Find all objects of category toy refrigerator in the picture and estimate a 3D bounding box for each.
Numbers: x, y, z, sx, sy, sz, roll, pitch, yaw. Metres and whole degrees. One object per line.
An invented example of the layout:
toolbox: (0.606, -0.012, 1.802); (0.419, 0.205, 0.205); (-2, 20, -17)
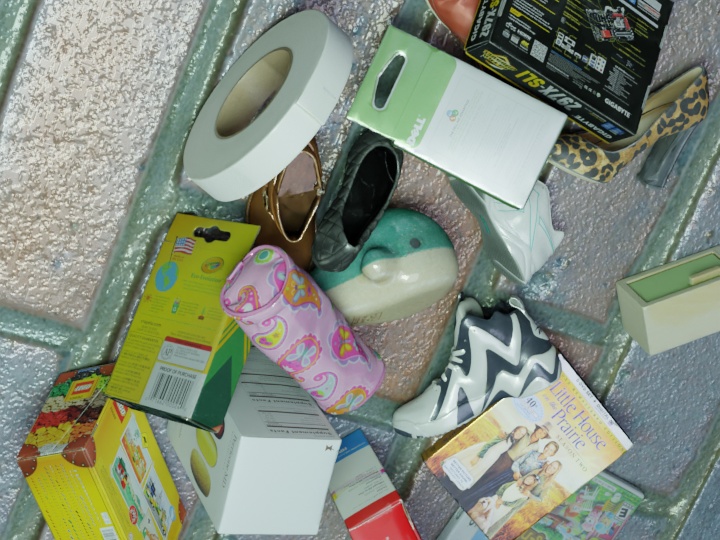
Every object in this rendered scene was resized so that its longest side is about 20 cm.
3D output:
toy refrigerator: (0.395, 0.019, 1.788); (0.198, 0.076, 0.071); (-18, 116, -8)

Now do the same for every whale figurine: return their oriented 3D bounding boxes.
whale figurine: (0.000, 0.000, 1.635); (0.198, 0.159, 0.105); (-16, 75, -11)

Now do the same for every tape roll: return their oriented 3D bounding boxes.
tape roll: (-0.088, -0.156, 1.495); (0.037, 0.203, 0.203); (39, 97, -26)

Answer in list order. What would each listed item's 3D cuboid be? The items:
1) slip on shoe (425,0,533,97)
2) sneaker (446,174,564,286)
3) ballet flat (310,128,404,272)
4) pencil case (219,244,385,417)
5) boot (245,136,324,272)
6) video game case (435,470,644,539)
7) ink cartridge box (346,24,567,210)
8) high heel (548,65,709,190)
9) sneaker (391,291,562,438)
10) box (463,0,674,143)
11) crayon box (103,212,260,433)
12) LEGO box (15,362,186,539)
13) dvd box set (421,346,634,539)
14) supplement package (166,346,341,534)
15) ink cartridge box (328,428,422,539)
slip on shoe: (0.125, -0.247, 1.601); (0.074, 0.061, 0.201); (-34, 116, 1)
sneaker: (0.150, -0.084, 1.682); (0.080, 0.070, 0.201); (-39, 121, -17)
ballet flat: (0.010, -0.076, 1.584); (0.057, 0.201, 0.066); (-20, 126, 44)
pencil case: (-0.055, 0.061, 1.542); (0.087, 0.088, 0.200); (-40, 135, 2)
boot: (-0.071, -0.054, 1.567); (0.073, 0.155, 0.202); (-8, 113, -8)
video game case: (0.212, 0.296, 1.879); (0.199, 0.022, 0.183); (29, 101, -25)
ink cartridge box: (0.094, -0.151, 1.579); (0.198, 0.059, 0.105); (27, 92, -3)
high heel: (0.277, -0.163, 1.671); (0.198, 0.071, 0.144); (6, 118, -37)
sneaker: (0.108, 0.093, 1.737); (0.198, 0.080, 0.131); (-22, 98, 17)
box: (0.213, -0.244, 1.595); (0.199, 0.049, 0.161); (27, 69, -25)
crayon box: (-0.162, 0.049, 1.573); (0.051, 0.126, 0.202); (33, 73, -48)
LEGO box: (-0.259, 0.221, 1.624); (0.076, 0.149, 0.202); (-11, 117, 15)
dvd box set: (0.189, 0.204, 1.803); (0.199, 0.029, 0.147); (-38, 103, 6)
supplement package: (-0.113, 0.169, 1.620); (0.108, 0.200, 0.115); (5, 111, -25)
ink cartridge box: (0.021, 0.274, 1.711); (0.067, 0.200, 0.117); (-28, 117, -4)
